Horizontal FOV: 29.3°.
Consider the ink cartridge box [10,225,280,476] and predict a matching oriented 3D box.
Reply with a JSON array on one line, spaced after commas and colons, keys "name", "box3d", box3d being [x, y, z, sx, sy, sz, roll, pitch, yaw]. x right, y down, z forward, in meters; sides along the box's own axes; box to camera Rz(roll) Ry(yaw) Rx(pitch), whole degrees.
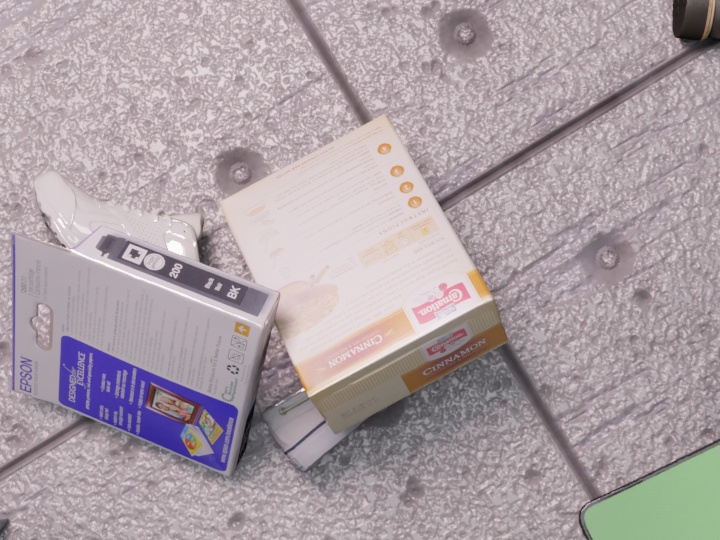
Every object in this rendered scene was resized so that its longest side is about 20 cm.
[{"name": "ink cartridge box", "box3d": [-0.172, 0.057, 1.066, 0.200, 0.198, 0.043, 20, 47, 4]}]

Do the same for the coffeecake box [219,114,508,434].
[{"name": "coffeecake box", "box3d": [0.000, 0.000, 1.070, 0.153, 0.073, 0.200, -28, 56, 0]}]

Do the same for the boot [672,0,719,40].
[{"name": "boot", "box3d": [0.335, -0.283, 1.121, 0.138, 0.077, 0.200, 6, 98, 0]}]

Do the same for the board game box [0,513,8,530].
[{"name": "board game box", "box3d": [-0.406, 0.249, 1.120, 0.147, 0.064, 0.200, 31, 86, 6]}]

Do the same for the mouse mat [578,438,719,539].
[{"name": "mouse mat", "box3d": [0.295, 0.222, 1.102, 0.200, 0.008, 0.161, -26, 84, 0]}]

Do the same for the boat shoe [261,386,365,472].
[{"name": "boat shoe", "box3d": [0.006, 0.076, 1.100, 0.200, 0.074, 0.067, -41, 88, 0]}]

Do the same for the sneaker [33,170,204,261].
[{"name": "sneaker", "box3d": [-0.178, -0.021, 1.131, 0.200, 0.078, 0.099, 43, 82, -2]}]
